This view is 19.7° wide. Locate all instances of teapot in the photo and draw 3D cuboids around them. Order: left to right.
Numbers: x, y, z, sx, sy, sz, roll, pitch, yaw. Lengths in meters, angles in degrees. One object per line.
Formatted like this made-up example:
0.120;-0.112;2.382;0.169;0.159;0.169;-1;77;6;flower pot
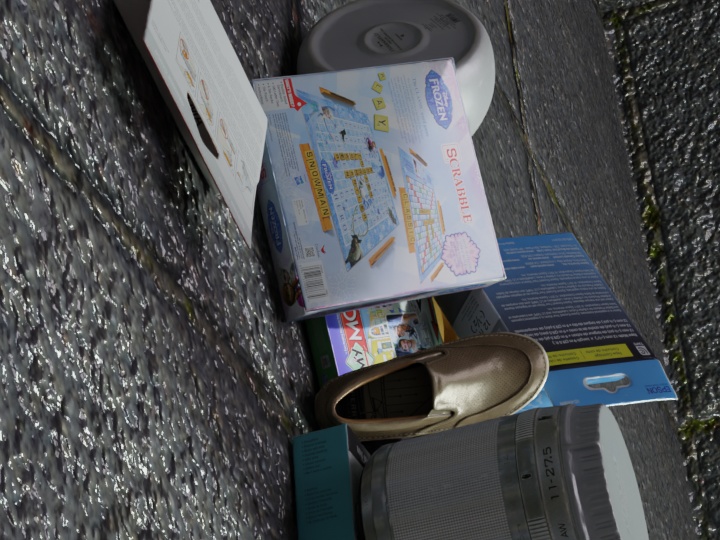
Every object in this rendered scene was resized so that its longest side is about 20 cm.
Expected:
0.033;-0.157;1.927;0.200;0.196;0.147;-67;157;-48;teapot

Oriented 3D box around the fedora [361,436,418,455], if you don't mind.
0.073;0.192;1.739;0.200;0.092;0.201;33;36;-28;fedora

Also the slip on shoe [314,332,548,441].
0.061;0.096;1.695;0.061;0.199;0.076;128;-47;-80;slip on shoe

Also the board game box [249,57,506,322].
0.009;-0.070;1.739;0.041;0.199;0.201;-25;-105;60;board game box

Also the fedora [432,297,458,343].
0.042;0.061;1.892;0.201;0.081;0.202;-15;90;-75;fedora

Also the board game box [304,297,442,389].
0.000;0.000;1.786;0.134;0.029;0.201;-5;79;-45;board game box

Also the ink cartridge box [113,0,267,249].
-0.129;-0.136;1.539;0.174;0.043;0.200;-85;156;-51;ink cartridge box

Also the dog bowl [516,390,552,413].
0.107;0.178;1.866;0.111;0.200;0.050;36;35;16;dog bowl

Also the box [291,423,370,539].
-0.012;0.227;1.595;0.082;0.049;0.201;56;24;-52;box

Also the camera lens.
0.106;0.194;1.572;0.160;0.199;0.161;-15;90;-76;camera lens

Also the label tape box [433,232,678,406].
0.168;0.060;1.825;0.143;0.066;0.200;-5;50;-34;label tape box
